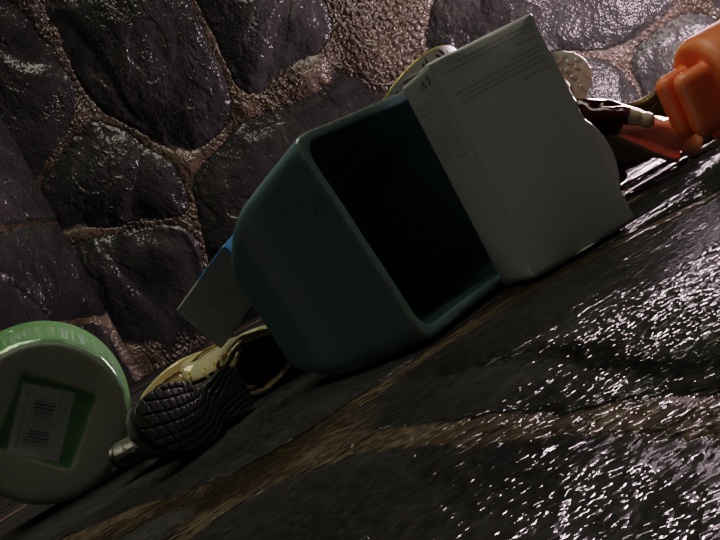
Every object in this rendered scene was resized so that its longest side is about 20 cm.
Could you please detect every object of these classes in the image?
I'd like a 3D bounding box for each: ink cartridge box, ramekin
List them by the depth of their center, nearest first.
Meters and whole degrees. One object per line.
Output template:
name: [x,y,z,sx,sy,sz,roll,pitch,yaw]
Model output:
ramekin: [-0.347,0.159,1.240,0.199,0.201,0.098,-29,10,-15]
ink cartridge box: [-0.115,-0.018,1.277,0.115,0.068,0.200,-49,4,36]

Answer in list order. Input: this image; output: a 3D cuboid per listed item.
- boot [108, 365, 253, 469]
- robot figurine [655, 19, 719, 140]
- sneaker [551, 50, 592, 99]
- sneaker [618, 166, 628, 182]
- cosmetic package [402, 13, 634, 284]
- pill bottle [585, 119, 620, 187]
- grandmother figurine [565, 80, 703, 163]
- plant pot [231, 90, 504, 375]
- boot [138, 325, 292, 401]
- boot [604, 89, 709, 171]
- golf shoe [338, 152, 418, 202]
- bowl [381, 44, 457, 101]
boot: [-0.193,0.160,1.088,0.130,0.068,0.200,-33,-7,19]
robot figurine: [0.394,-0.205,1.125,0.199,0.117,0.144,-29,-29,-8]
sneaker: [0.191,-0.157,1.277,0.201,0.076,0.081,-56,-11,-7]
sneaker: [0.231,-0.089,1.241,0.086,0.078,0.200,-56,-1,-4]
cosmetic package: [0.135,-0.102,0.974,0.112,0.202,0.081,-26,3,-16]
pill bottle: [0.153,-0.071,1.140,0.114,0.115,0.199,-30,3,-37]
grandmother figurine: [0.264,-0.157,1.188,0.198,0.061,0.121,8,-4,-21]
plant pot: [-0.005,-0.016,1.047,0.200,0.197,0.195,-35,-3,42]
boot: [-0.160,0.123,1.272,0.199,0.073,0.155,-26,3,-12]
boot: [0.334,-0.157,1.360,0.198,0.073,0.155,-17,-10,-12]
golf shoe: [0.022,-0.083,1.175,0.199,0.079,0.097,-17,20,30]
bowl: [0.089,-0.142,1.276,0.201,0.094,0.201,-45,-23,-25]
